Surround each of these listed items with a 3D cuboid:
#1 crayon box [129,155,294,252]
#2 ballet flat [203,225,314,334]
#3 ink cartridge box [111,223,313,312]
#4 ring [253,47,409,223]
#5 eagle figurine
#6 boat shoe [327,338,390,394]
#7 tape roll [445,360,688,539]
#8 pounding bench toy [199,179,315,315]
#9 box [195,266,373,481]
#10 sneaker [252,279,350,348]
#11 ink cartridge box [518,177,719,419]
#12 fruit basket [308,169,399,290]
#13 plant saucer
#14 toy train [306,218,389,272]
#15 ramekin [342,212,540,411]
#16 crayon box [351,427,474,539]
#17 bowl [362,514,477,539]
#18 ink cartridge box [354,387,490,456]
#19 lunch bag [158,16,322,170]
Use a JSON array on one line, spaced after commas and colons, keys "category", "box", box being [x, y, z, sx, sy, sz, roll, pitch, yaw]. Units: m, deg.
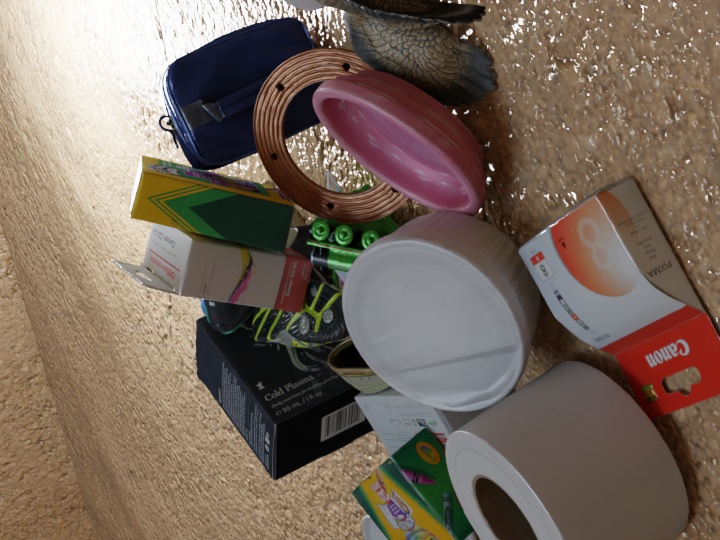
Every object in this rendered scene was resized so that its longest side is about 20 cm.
[{"category": "crayon box", "box": [-0.174, -0.078, 1.519, 0.200, 0.171, 0.059, -133, 56, -77]}, {"category": "ballet flat", "box": [-0.121, -0.007, 1.659, 0.073, 0.200, 0.073, 39, 159, 18]}, {"category": "ink cartridge box", "box": [-0.169, -0.010, 1.513, 0.116, 0.199, 0.068, 27, 105, 55]}, {"category": "ring", "box": [-0.021, -0.145, 1.430, 0.199, 0.019, 0.202, 10, 120, 18]}, {"category": "eagle figurine", "box": [0.031, -0.248, 1.231, 0.151, 0.151, 0.201, -50, 60, 41]}, {"category": "boat shoe", "box": [0.039, 0.084, 1.479, 0.200, 0.066, 0.074, -33, 43, 42]}, {"category": "tape roll", "box": [0.194, 0.207, 1.272, 0.203, 0.139, 0.203, 48, 156, 29]}, {"category": "pounding bench toy", "box": [-0.156, -0.038, 1.758, 0.124, 0.155, 0.201, 50, 151, 31]}, {"category": "box", "box": [-0.078, 0.127, 1.700, 0.197, 0.199, 0.124, 47, 149, 34]}, {"category": "sneaker", "box": [-0.051, 0.054, 1.570, 0.200, 0.076, 0.076, -2, 78, 57]}, {"category": "ink cartridge box", "box": [0.231, 0.037, 1.176, 0.201, 0.050, 0.162, 65, 156, 8]}, {"category": "fruit basket", "box": [0.000, 0.000, 1.558, 0.186, 0.093, 0.200, 56, 157, 19]}, {"category": "plant saucer", "box": [0.046, -0.131, 1.311, 0.200, 0.051, 0.201, 34, 169, 8]}, {"category": "toy train", "box": [0.031, -0.014, 1.427, 0.199, 0.042, 0.057, 12, 99, 23]}, {"category": "ramekin", "box": [0.088, 0.034, 1.330, 0.201, 0.094, 0.203, 16, 128, 22]}, {"category": "crayon box", "box": [0.067, 0.263, 1.507, 0.119, 0.058, 0.200, 50, 157, 8]}, {"category": "bowl", "box": [0.065, 0.345, 1.746, 0.201, 0.090, 0.202, 45, 148, 39]}, {"category": "ink cartridge box", "box": [0.105, 0.194, 1.520, 0.176, 0.084, 0.200, 59, 157, -9]}, {"category": "lunch bag", "box": [-0.138, -0.199, 1.509, 0.136, 0.199, 0.132, 65, 166, -6]}]
